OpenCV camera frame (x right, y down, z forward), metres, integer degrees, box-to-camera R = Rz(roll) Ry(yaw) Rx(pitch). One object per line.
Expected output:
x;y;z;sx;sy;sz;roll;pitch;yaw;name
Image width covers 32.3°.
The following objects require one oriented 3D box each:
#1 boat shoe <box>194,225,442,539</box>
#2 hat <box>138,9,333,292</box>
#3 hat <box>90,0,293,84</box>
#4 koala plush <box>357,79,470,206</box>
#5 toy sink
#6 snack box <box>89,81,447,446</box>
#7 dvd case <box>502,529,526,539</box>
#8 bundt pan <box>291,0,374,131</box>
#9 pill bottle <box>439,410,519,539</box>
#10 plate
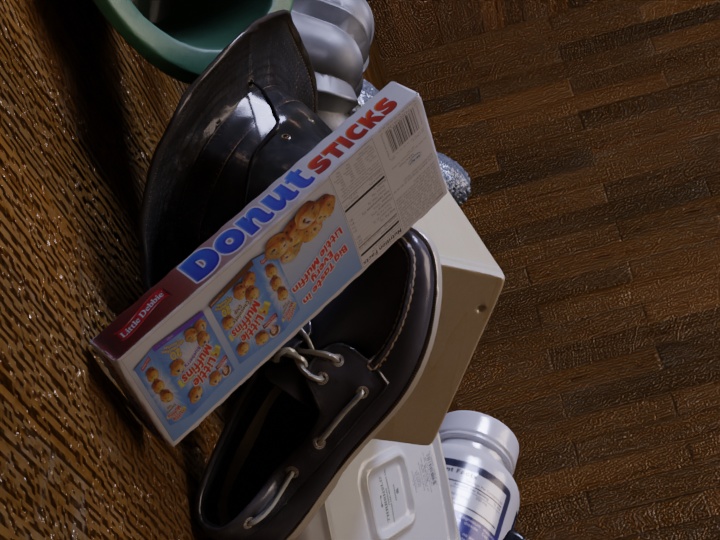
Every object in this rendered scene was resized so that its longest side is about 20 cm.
-0.023;0.062;0.664;0.072;0.201;0.063;33;5;28;boat shoe
-0.040;-0.043;0.678;0.201;0.080;0.202;19;90;-75;hat
-0.149;-0.176;0.720;0.200;0.175;0.167;33;63;-47;hat
0.005;-0.130;1.375;0.201;0.183;0.177;63;8;-8;koala plush
0.000;0.000;0.827;0.200;0.111;0.131;-118;-136;-56;toy sink
-0.037;-0.005;0.611;0.024;0.200;0.072;32;-24;37;snack box
0.071;0.301;0.938;0.017;0.200;0.143;29;-20;25;dvd case
-0.037;-0.135;0.974;0.202;0.075;0.203;12;90;-90;bundt pan
0.076;0.223;1.082;0.200;0.110;0.111;-64;146;-42;pill bottle
0.010;0.155;0.852;0.200;0.032;0.201;-18;97;-54;plate
